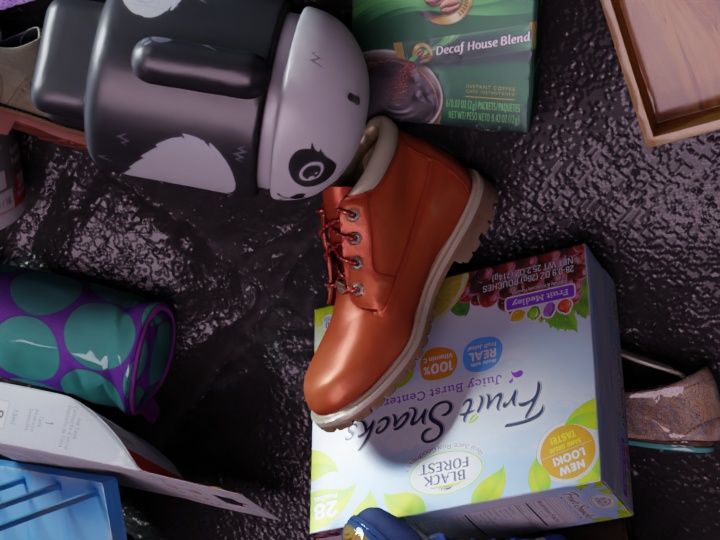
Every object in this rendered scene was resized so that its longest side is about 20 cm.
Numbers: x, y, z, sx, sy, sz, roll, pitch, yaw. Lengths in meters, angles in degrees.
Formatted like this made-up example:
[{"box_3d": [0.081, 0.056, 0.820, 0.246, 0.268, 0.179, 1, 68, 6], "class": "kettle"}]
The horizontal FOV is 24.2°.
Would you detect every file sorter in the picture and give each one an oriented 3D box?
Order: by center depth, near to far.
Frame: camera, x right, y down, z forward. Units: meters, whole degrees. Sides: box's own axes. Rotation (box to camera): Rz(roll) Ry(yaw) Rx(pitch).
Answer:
[{"box_3d": [-0.263, 0.218, 1.170, 0.200, 0.123, 0.139, 0, 101, 47], "class": "file sorter"}]

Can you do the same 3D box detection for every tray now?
[{"box_3d": [0.194, -0.183, 1.022, 0.098, 0.037, 0.200, -15, 109, 19], "class": "tray"}]

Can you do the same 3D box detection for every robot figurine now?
[{"box_3d": [-0.095, -0.109, 1.022, 0.200, 0.150, 0.125, 10, 124, 2], "class": "robot figurine"}]

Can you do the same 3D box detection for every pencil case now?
[{"box_3d": [-0.237, 0.047, 1.204, 0.200, 0.085, 0.093, 11, 112, 9], "class": "pencil case"}]

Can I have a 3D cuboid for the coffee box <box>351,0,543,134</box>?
[{"box_3d": [0.055, -0.190, 1.049, 0.123, 0.044, 0.200, 7, 114, 11], "class": "coffee box"}]

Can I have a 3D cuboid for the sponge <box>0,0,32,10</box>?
[{"box_3d": [-0.129, -0.212, 1.049, 0.200, 0.112, 0.030, -11, 111, 19], "class": "sponge"}]

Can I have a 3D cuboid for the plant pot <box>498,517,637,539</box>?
[{"box_3d": [0.102, 0.252, 1.154, 0.198, 0.200, 0.201, -13, 109, 12], "class": "plant pot"}]

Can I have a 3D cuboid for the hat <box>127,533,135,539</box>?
[{"box_3d": [-0.206, 0.250, 1.275, 0.200, 0.081, 0.201, 3, 94, 50], "class": "hat"}]

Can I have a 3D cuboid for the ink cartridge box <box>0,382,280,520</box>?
[{"box_3d": [-0.161, 0.126, 1.180, 0.200, 0.163, 0.057, 6, 77, 9], "class": "ink cartridge box"}]

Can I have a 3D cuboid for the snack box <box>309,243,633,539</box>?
[{"box_3d": [0.069, 0.089, 1.090, 0.200, 0.169, 0.068, -14, 147, 25], "class": "snack box"}]

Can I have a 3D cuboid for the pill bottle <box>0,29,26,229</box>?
[{"box_3d": [-0.294, -0.127, 1.127, 0.114, 0.114, 0.200, 2, 113, 14], "class": "pill bottle"}]

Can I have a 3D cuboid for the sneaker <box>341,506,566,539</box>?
[{"box_3d": [0.083, 0.191, 1.039, 0.200, 0.075, 0.088, 34, 80, -10], "class": "sneaker"}]

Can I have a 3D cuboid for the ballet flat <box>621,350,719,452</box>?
[{"box_3d": [0.146, 0.085, 1.140, 0.200, 0.068, 0.067, 1, 93, 13], "class": "ballet flat"}]

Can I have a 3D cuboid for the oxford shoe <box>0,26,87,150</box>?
[{"box_3d": [-0.194, -0.118, 1.090, 0.071, 0.200, 0.074, 10, 92, 50], "class": "oxford shoe"}]

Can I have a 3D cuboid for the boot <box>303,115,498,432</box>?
[{"box_3d": [0.000, 0.000, 1.065, 0.107, 0.200, 0.075, 37, 159, -30], "class": "boot"}]
